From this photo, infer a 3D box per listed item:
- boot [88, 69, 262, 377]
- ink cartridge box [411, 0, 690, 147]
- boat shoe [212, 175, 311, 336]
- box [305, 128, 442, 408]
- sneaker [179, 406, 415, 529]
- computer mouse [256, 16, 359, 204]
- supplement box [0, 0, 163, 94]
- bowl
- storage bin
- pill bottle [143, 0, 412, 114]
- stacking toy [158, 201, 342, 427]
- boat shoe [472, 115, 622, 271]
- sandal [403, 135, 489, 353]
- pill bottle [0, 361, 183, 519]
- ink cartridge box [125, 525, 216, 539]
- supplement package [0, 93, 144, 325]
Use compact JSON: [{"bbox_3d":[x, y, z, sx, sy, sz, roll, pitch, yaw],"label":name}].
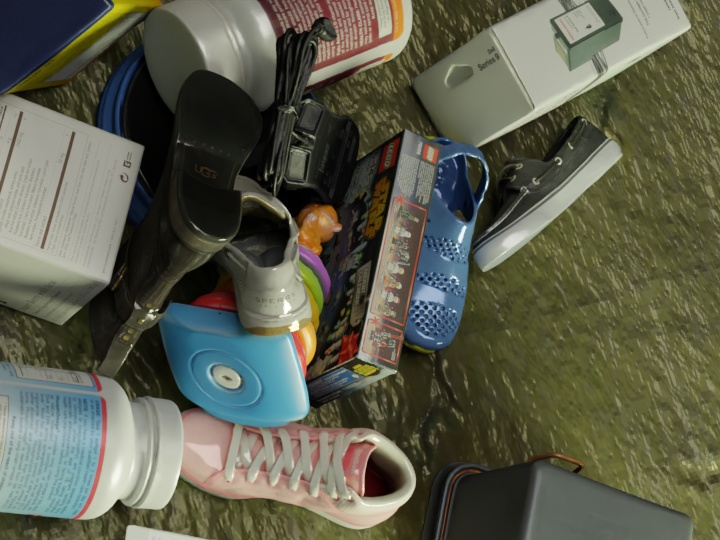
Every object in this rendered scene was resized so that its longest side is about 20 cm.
[{"bbox_3d":[-0.150,-0.038,1.484,0.069,0.174,0.201,26,42,-19],"label":"boot"},{"bbox_3d":[0.165,-0.188,1.743,0.200,0.146,0.084,-29,90,-30],"label":"ink cartridge box"},{"bbox_3d":[-0.078,-0.031,1.495,0.070,0.200,0.070,-12,123,-12],"label":"boat shoe"},{"bbox_3d":[0.000,0.000,1.601,0.040,0.137,0.201,22,65,-22],"label":"box"},{"bbox_3d":[-0.048,0.146,1.550,0.199,0.105,0.076,20,67,-19],"label":"sneaker"},{"bbox_3d":[-0.043,-0.126,1.548,0.046,0.200,0.141,13,93,16],"label":"computer mouse"},{"bbox_3d":[-0.239,-0.210,1.497,0.109,0.200,0.110,-36,93,8],"label":"supplement box"},{"bbox_3d":[-0.118,-0.107,1.632,0.200,0.039,0.202,8,70,-24],"label":"bowl"},{"bbox_3d":[0.171,0.218,1.622,0.199,0.134,0.146,22,65,-21],"label":"storage bin"},{"bbox_3d":[-0.067,-0.194,1.597,0.199,0.114,0.115,-25,86,-32],"label":"pill bottle"},{"bbox_3d":[-0.066,0.016,1.562,0.115,0.110,0.200,8,45,22],"label":"stacking toy"},{"bbox_3d":[0.153,-0.074,1.746,0.066,0.070,0.200,48,58,3],"label":"boat shoe"},{"bbox_3d":[0.064,-0.030,1.675,0.079,0.087,0.201,13,71,-25],"label":"sandal"},{"bbox_3d":[-0.237,0.125,1.456,0.199,0.109,0.109,9,70,-24],"label":"pill bottle"},{"bbox_3d":[-0.098,0.291,1.517,0.199,0.057,0.163,12,69,-15],"label":"ink cartridge box"},{"bbox_3d":[-0.284,-0.058,1.483,0.199,0.121,0.120,21,65,-20],"label":"supplement package"}]
